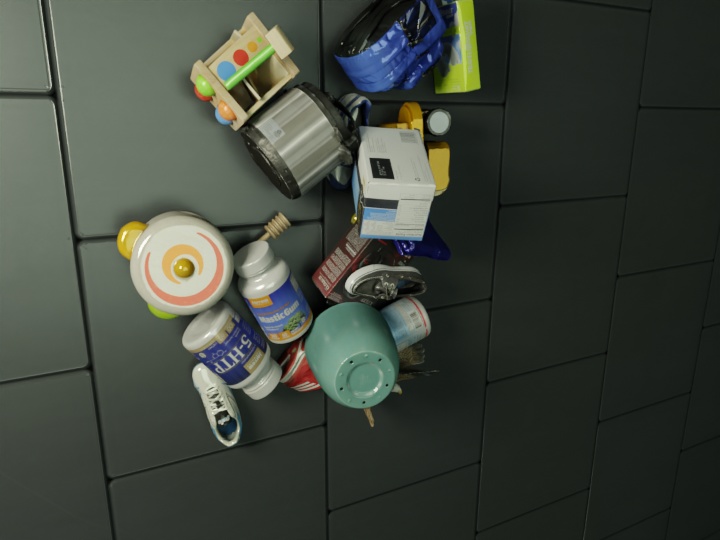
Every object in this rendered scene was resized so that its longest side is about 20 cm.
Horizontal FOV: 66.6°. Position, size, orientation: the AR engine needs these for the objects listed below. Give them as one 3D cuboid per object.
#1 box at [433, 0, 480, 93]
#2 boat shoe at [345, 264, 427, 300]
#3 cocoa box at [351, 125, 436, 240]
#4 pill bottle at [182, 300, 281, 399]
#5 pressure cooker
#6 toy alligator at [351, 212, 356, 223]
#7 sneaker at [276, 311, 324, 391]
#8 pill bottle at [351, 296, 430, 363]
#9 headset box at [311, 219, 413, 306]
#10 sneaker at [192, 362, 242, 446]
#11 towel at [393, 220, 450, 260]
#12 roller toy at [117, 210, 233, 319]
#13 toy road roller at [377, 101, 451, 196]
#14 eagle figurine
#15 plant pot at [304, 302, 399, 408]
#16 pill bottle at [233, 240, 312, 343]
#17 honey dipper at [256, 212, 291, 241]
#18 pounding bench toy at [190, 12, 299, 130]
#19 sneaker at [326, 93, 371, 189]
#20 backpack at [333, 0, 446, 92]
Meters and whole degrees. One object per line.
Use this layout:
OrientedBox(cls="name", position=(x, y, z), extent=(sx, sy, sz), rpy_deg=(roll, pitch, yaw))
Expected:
OrientedBox(cls="box", position=(0.201, -0.493, 1.190), extent=(0.047, 0.122, 0.203), rpy_deg=(-17, 110, -20))
OrientedBox(cls="boat shoe", position=(0.062, 0.034, 1.173), extent=(0.198, 0.066, 0.071), rpy_deg=(0, 125, -38))
OrientedBox(cls="cocoa box", position=(0.057, -0.171, 1.074), extent=(0.131, 0.202, 0.132), rpy_deg=(2, 133, -9))
OrientedBox(cls="pill bottle", position=(-0.257, 0.171, 1.133), extent=(0.120, 0.119, 0.201), rpy_deg=(-45, 119, -10))
OrientedBox(cls="pressure cooker", position=(-0.107, -0.258, 1.061), extent=(0.200, 0.178, 0.177), rpy_deg=(-41, 113, -10))
OrientedBox(cls="toy alligator", position=(0.009, -0.097, 1.242), extent=(0.201, 0.059, 0.054), rpy_deg=(-56, 163, 5))
OrientedBox(cls="sneaker", position=(-0.100, 0.191, 1.257), extent=(0.200, 0.078, 0.115), rpy_deg=(-46, 128, 4))
OrientedBox(cls="pill bottle", position=(0.059, 0.147, 1.296), extent=(0.198, 0.109, 0.110), rpy_deg=(-25, 114, -19))
OrientedBox(cls="headset box", position=(0.000, 0.000, 1.205), extent=(0.201, 0.075, 0.148), rpy_deg=(-50, 138, 10))
OrientedBox(cls="sneaker", position=(-0.301, 0.284, 1.169), extent=(0.071, 0.072, 0.202), rpy_deg=(-24, 112, -18))
OrientedBox(cls="towel", position=(0.116, -0.087, 1.219), extent=(0.049, 0.149, 0.199), rpy_deg=(-39, 157, 23))
OrientedBox(cls="roller toy", position=(-0.333, -0.017, 1.022), extent=(0.181, 0.140, 0.202), rpy_deg=(-24, 108, -16))
OrientedBox(cls="toy road roller", position=(0.115, -0.267, 1.213), extent=(0.144, 0.123, 0.203), rpy_deg=(-7, 107, -10))
OrientedBox(cls="eagle figurine", position=(0.071, 0.250, 1.316), extent=(0.200, 0.152, 0.151), rpy_deg=(-44, 157, 8))
OrientedBox(cls="plant pot", position=(-0.007, 0.190, 1.140), extent=(0.197, 0.161, 0.204), rpy_deg=(-4, 109, -13))
OrientedBox(cls="pill bottle", position=(-0.183, 0.043, 1.126), extent=(0.111, 0.112, 0.202), rpy_deg=(-35, 126, -15))
OrientedBox(cls="honey dipper", position=(-0.229, -0.041, 1.142), extent=(0.200, 0.038, 0.038), rpy_deg=(-43, 118, -6))
OrientedBox(cls="pounding bench toy", position=(-0.207, -0.346, 0.964), extent=(0.156, 0.200, 0.124), rpy_deg=(-45, 109, -10))
OrientedBox(cls="sneaker", position=(-0.026, -0.269, 1.153), extent=(0.074, 0.088, 0.203), rpy_deg=(1, 105, -29))
OrientedBox(cls="backpack", position=(0.061, -0.447, 1.108), extent=(0.200, 0.162, 0.168), rpy_deg=(-45, 122, -11))
